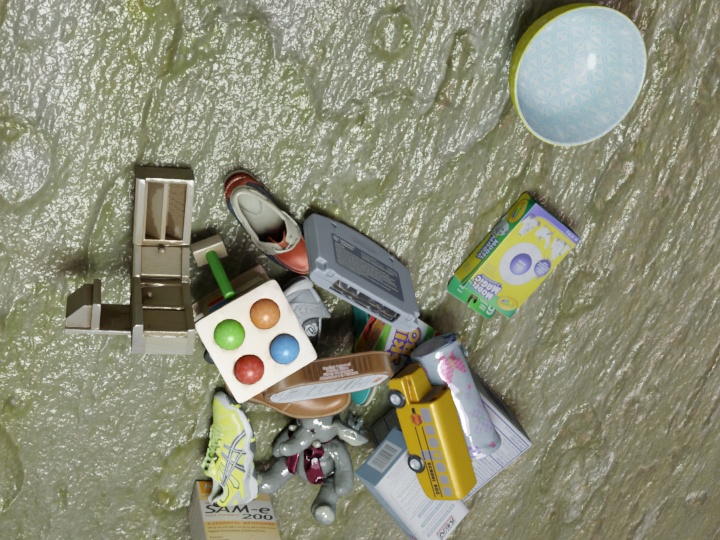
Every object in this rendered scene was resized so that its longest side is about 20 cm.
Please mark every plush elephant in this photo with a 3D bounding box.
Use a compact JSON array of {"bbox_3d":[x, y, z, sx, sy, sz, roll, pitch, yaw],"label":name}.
[{"bbox_3d":[-0.074,0.271,1.585,0.200,0.164,0.155,-46,142,-23],"label":"plush elephant"}]

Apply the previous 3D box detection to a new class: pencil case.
[{"bbox_3d":[0.149,0.197,1.554,0.091,0.083,0.201,-29,100,-49],"label":"pencil case"}]

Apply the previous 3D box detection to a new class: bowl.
[{"bbox_3d":[0.287,-0.288,1.409,0.199,0.108,0.201,-8,122,-14],"label":"bowl"}]

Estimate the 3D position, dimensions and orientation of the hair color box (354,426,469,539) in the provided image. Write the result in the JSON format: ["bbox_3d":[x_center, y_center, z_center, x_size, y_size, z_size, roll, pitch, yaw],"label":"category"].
[{"bbox_3d":[0.085,0.354,1.598,0.099,0.060,0.200,-47,125,-17],"label":"hair color box"}]

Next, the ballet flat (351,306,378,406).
[{"bbox_3d":[0.023,0.123,1.589,0.069,0.070,0.201,-4,119,-16],"label":"ballet flat"}]

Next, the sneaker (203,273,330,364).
[{"bbox_3d":[-0.129,0.106,1.496,0.200,0.075,0.116,-37,100,4],"label":"sneaker"}]

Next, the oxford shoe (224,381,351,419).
[{"bbox_3d":[-0.112,0.177,1.521,0.198,0.072,0.071,9,152,1],"label":"oxford shoe"}]

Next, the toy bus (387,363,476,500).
[{"bbox_3d":[0.107,0.241,1.501,0.065,0.078,0.201,-32,109,-51],"label":"toy bus"}]

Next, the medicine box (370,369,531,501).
[{"bbox_3d":[0.152,0.281,1.694,0.200,0.103,0.182,-41,123,8],"label":"medicine box"}]

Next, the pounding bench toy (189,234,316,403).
[{"bbox_3d":[-0.168,0.053,1.368,0.124,0.156,0.201,-30,103,-8],"label":"pounding bench toy"}]

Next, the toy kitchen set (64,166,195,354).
[{"bbox_3d":[-0.300,-0.015,1.314,0.162,0.200,0.182,2,118,-15],"label":"toy kitchen set"}]

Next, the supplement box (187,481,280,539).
[{"bbox_3d":[-0.199,0.433,1.606,0.125,0.200,0.074,6,121,-23],"label":"supplement box"}]

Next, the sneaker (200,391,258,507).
[{"bbox_3d":[-0.210,0.287,1.575,0.076,0.075,0.201,-18,112,-30],"label":"sneaker"}]

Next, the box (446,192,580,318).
[{"bbox_3d":[0.239,-0.012,1.589,0.117,0.048,0.200,32,107,-30],"label":"box"}]

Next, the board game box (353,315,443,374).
[{"bbox_3d":[0.072,0.120,1.575,0.200,0.030,0.096,33,82,-44],"label":"board game box"}]

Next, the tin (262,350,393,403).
[{"bbox_3d":[-0.048,0.156,1.456,0.199,0.042,0.112,-7,165,-20],"label":"tin"}]

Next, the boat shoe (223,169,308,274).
[{"bbox_3d":[-0.124,-0.059,1.431,0.071,0.063,0.200,-37,125,2],"label":"boat shoe"}]

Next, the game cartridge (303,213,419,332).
[{"bbox_3d":[0.000,0.000,1.462,0.199,0.134,0.042,30,118,-31],"label":"game cartridge"}]
